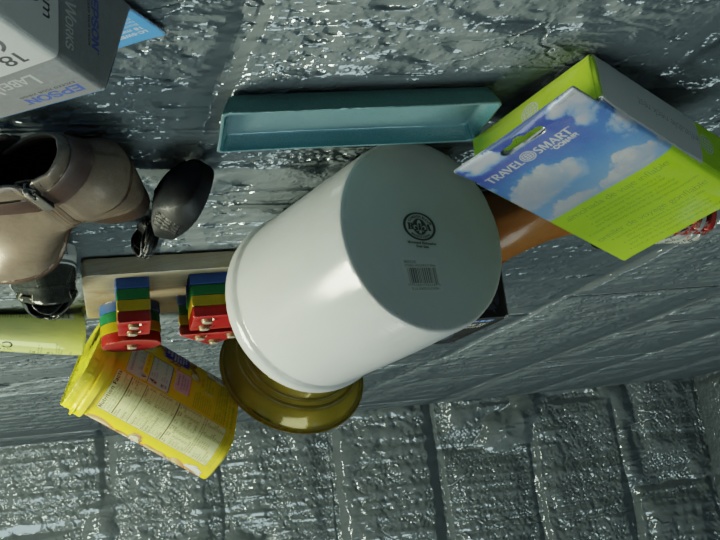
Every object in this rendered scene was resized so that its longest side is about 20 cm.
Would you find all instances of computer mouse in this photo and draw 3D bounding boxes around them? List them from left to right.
[{"bbox_3d":[-0.165,-0.048,0.783,0.034,0.059,0.199,23,159,-21],"label":"computer mouse"}]

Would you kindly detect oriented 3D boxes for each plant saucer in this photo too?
[{"bbox_3d":[-0.003,-0.108,0.682,0.197,0.019,0.070,-4,166,-13],"label":"plant saucer"}]

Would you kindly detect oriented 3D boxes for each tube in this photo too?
[{"bbox_3d":[-0.431,0.075,1.142,0.197,0.052,0.059,4,123,-22],"label":"tube"}]

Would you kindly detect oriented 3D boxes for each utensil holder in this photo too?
[{"bbox_3d":[0.000,0.000,0.819,0.168,0.172,0.199,1,161,-32],"label":"utensil holder"}]

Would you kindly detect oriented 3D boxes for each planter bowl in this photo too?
[{"bbox_3d":[-0.079,0.105,1.245,0.198,0.202,0.084,-1,137,-25],"label":"planter bowl"}]

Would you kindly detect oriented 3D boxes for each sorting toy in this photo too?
[{"bbox_3d":[-0.206,0.042,1.072,0.197,0.071,0.199,-4,166,-15],"label":"sorting toy"}]

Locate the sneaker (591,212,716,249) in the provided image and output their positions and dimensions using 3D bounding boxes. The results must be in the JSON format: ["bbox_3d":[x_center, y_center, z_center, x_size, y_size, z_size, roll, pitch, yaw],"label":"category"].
[{"bbox_3d":[0.304,-0.067,0.918,0.106,0.068,0.201,-5,170,-12],"label":"sneaker"}]

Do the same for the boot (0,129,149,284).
[{"bbox_3d":[-0.250,-0.048,0.682,0.198,0.071,0.146,-20,166,11],"label":"boot"}]

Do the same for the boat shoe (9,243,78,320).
[{"bbox_3d":[-0.307,0.018,0.928,0.068,0.058,0.200,-3,171,-19],"label":"boat shoe"}]

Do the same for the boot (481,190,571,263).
[{"bbox_3d":[0.165,-0.058,0.845,0.197,0.078,0.155,-6,168,-15],"label":"boot"}]

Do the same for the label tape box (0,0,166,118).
[{"bbox_3d":[-0.201,-0.111,0.464,0.142,0.064,0.200,-11,166,17],"label":"label tape box"}]

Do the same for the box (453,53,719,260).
[{"bbox_3d":[0.179,-0.081,0.715,0.198,0.048,0.122,22,142,-32],"label":"box"}]

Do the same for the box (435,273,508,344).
[{"bbox_3d":[0.053,0.038,1.164,0.197,0.087,0.164,-2,166,-21],"label":"box"}]

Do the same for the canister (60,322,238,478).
[{"bbox_3d":[-0.252,0.155,1.181,0.199,0.149,0.087,33,110,-17],"label":"canister"}]
